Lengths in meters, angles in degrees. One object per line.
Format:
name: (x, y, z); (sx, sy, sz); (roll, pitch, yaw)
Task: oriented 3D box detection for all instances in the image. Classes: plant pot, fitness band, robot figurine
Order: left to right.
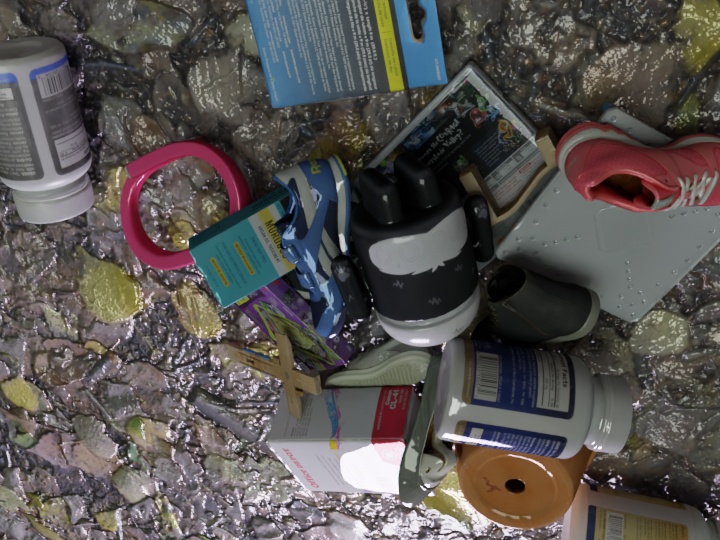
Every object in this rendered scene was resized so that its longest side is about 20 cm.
fitness band: (-0.221, -0.080, 0.956); (0.197, 0.037, 0.146); (-17, 95, 29)
robot figurine: (0.057, -0.018, 0.819); (0.148, 0.125, 0.203); (-3, 123, 24)
plant pot: (0.199, 0.220, 0.965); (0.196, 0.141, 0.203); (8, 122, 12)

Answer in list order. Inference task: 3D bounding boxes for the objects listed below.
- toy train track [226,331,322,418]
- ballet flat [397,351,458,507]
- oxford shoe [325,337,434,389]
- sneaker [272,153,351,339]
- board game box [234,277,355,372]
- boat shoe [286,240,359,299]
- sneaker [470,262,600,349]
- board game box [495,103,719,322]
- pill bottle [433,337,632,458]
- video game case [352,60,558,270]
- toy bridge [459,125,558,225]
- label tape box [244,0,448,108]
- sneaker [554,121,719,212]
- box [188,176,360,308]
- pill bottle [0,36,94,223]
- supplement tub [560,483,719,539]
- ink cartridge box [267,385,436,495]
toy train track: (-0.111, 0.124, 1.036); (0.198, 0.032, 0.117); (12, 116, 46)
ballet flat: (0.093, 0.200, 0.930); (0.063, 0.067, 0.204); (21, 102, 48)
oxford shoe: (0.027, 0.126, 1.019); (0.074, 0.059, 0.199); (27, 144, -28)
sneaker: (-0.054, -0.023, 0.850); (0.081, 0.074, 0.204); (-6, 103, -17)
board game box: (-0.107, 0.053, 1.002); (0.200, 0.032, 0.120); (45, 155, -12)
boat shoe: (0.000, 0.000, 0.938); (0.196, 0.072, 0.069); (5, 125, 17)
sneaker: (0.163, 0.044, 0.874); (0.105, 0.076, 0.200); (24, 150, -20)
board game box: (0.275, -0.053, 0.816); (0.197, 0.026, 0.201); (24, 125, -16)
pill bottle: (0.184, 0.141, 0.843); (0.196, 0.112, 0.113); (9, 123, -1)
video game case: (0.116, -0.100, 0.871); (0.182, 0.023, 0.200); (42, 124, -10)
toy bridge: (0.130, -0.082, 0.847); (0.198, 0.027, 0.068); (-25, 111, 28)
label tape box: (-0.011, -0.256, 0.793); (0.196, 0.064, 0.146); (-3, 119, 19)
sneaker: (0.282, -0.079, 0.723); (0.196, 0.088, 0.075); (5, 130, -2)
box: (-0.093, -0.044, 0.899); (0.198, 0.049, 0.083); (-30, 113, -2)
pill bottle: (-0.392, -0.168, 0.940); (0.112, 0.114, 0.203); (5, 121, 15)
supplement tub: (0.362, 0.364, 0.995); (0.196, 0.145, 0.147); (9, 123, 13)
ink cartridge box: (-0.004, 0.230, 1.044); (0.197, 0.087, 0.149); (-3, 138, 24)
